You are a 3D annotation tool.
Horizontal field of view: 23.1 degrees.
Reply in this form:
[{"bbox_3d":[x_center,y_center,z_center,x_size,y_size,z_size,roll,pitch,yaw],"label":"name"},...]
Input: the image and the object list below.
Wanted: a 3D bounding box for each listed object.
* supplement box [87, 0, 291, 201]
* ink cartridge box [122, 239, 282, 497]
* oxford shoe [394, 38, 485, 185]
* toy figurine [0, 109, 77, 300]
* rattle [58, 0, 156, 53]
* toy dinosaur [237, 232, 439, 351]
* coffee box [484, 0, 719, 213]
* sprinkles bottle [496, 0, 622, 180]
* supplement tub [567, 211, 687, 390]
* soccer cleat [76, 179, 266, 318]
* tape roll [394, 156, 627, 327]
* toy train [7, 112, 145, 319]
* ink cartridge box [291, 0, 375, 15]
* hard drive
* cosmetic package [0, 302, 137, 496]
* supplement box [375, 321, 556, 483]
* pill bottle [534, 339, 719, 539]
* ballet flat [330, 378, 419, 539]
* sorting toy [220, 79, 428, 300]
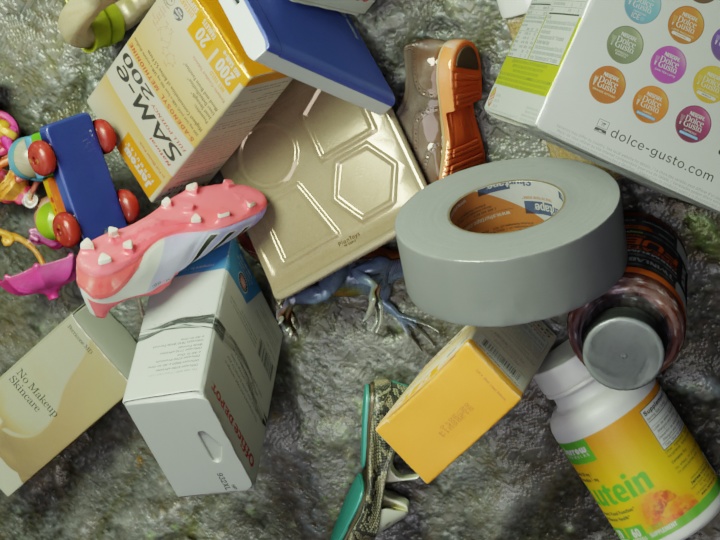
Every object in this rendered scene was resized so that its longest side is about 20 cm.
[{"bbox_3d":[-0.158,-0.174,1.637,0.126,0.073,0.200,56,134,13],"label":"supplement box"},{"bbox_3d":[-0.146,0.093,1.676,0.083,0.200,0.145,-9,133,16],"label":"ink cartridge box"},{"bbox_3d":[0.072,-0.120,1.665,0.073,0.071,0.201,10,105,32],"label":"oxford shoe"},{"bbox_3d":[-0.347,-0.062,1.764,0.184,0.150,0.200,34,86,-12],"label":"toy figurine"},{"bbox_3d":[-0.240,-0.298,1.622,0.130,0.200,0.143,-17,79,-10],"label":"rattle"},{"bbox_3d":[0.000,0.000,1.697,0.181,0.105,0.200,-33,88,6],"label":"toy dinosaur"},{"bbox_3d":[0.249,-0.178,1.483,0.199,0.200,0.198,23,95,-10],"label":"coffee box"},{"bbox_3d":[0.185,-0.173,1.613,0.068,0.068,0.201,-16,101,17],"label":"sprinkles bottle"},{"bbox_3d":[0.241,0.031,1.580,0.106,0.200,0.107,4,115,9],"label":"supplement tub"},{"bbox_3d":[-0.175,-0.023,1.642,0.067,0.200,0.077,40,143,36],"label":"soccer cleat"},{"bbox_3d":[0.132,-0.028,1.542,0.199,0.200,0.066,-4,117,15],"label":"tape roll"},{"bbox_3d":[-0.271,-0.044,1.685,0.116,0.084,0.201,-4,106,54],"label":"toy train"},{"bbox_3d":[0.006,-0.334,1.563,0.200,0.147,0.086,-47,70,21],"label":"ink cartridge box"},{"bbox_3d":[-0.056,-0.216,1.566,0.025,0.200,0.132,-39,63,21],"label":"hard drive"},{"bbox_3d":[-0.319,0.131,1.819,0.200,0.071,0.105,-41,92,20],"label":"cosmetic package"},{"bbox_3d":[0.101,0.103,1.639,0.074,0.200,0.126,45,110,1],"label":"supplement box"},{"bbox_3d":[0.249,0.158,1.666,0.111,0.111,0.200,-32,96,20],"label":"pill bottle"},{"bbox_3d":[0.023,0.206,1.765,0.075,0.068,0.201,11,106,-6],"label":"ballet flat"},{"bbox_3d":[-0.038,-0.096,1.678,0.185,0.036,0.201,-29,73,20],"label":"sorting toy"}]
